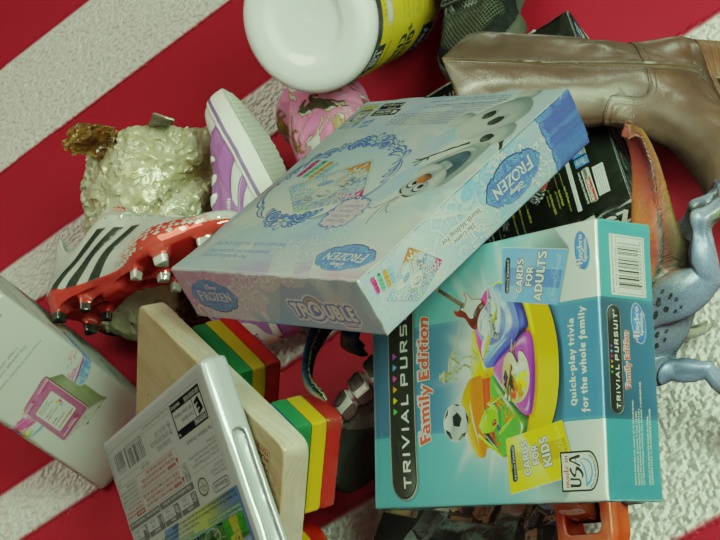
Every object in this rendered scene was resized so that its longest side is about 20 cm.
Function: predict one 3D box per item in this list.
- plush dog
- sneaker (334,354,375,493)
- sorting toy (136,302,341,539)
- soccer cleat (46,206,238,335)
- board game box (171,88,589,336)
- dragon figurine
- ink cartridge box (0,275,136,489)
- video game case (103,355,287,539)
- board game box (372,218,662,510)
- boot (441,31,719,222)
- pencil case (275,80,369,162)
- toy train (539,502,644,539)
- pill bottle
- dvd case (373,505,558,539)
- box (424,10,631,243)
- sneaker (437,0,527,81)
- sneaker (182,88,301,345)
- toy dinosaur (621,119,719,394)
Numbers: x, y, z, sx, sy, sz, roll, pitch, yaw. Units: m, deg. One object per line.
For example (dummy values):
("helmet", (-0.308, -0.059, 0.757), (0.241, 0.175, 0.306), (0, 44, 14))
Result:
("plush dog", (-0.178, -0.028, 1.323), (0.198, 0.160, 0.174), (-9, 80, 37))
("sneaker", (0.060, 0.091, 1.044), (0.115, 0.075, 0.201), (44, 104, 32))
("sorting toy", (-0.080, 0.148, 1.088), (0.200, 0.069, 0.201), (37, 131, 46))
("soccer cleat", (-0.166, -0.019, 1.219), (0.199, 0.068, 0.086), (-24, 57, 32))
("board game box", (0.009, -0.040, 0.996), (0.199, 0.044, 0.199), (-41, 26, -29))
("dragon figurine", (0.000, 0.000, 1.080), (0.200, 0.058, 0.100), (-50, -15, -55))
("ink cartridge box", (-0.273, 0.072, 1.277), (0.085, 0.200, 0.144), (-49, 42, -6))
("video game case", (-0.104, 0.172, 1.050), (0.200, 0.022, 0.184), (-38, 69, 55))
("board game box", (0.084, 0.062, 0.933), (0.199, 0.047, 0.153), (-13, 75, 51))
("boot", (0.152, -0.096, 1.051), (0.197, 0.065, 0.187), (3, 39, -3))
("pencil case", (-0.012, -0.071, 1.238), (0.086, 0.083, 0.201), (-36, 45, 20))
("toy train", (0.181, 0.160, 0.896), (0.198, 0.055, 0.152), (-6, 81, 36))
("pill bottle", (-0.002, -0.213, 1.250), (0.111, 0.113, 0.200), (-19, 10, 30))
("dvd case", (0.072, 0.171, 1.042), (0.145, 0.022, 0.202), (0, 61, 41))
("box", (0.115, -0.073, 1.158), (0.159, 0.049, 0.201), (-29, 46, 19))
("sneaker", (0.078, -0.225, 1.207), (0.076, 0.115, 0.200), (-22, 30, 30))
("sneaker", (-0.104, -0.036, 1.243), (0.113, 0.073, 0.202), (-27, 74, 14))
("toy dinosaur", (0.171, 0.027, 0.964), (0.182, 0.199, 0.105), (-53, 16, 12))
